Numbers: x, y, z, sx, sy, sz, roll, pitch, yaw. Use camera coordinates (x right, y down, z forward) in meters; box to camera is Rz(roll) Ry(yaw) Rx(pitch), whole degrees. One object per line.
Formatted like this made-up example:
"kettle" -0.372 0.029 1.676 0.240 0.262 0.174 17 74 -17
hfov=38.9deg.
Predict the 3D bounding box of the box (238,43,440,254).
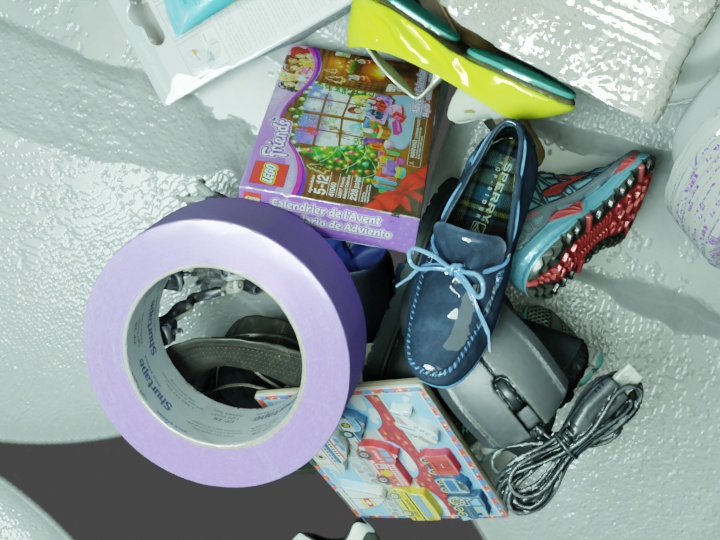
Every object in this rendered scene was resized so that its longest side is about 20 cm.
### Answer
"box" -0.010 -0.104 0.816 0.135 0.201 0.039 9 134 2

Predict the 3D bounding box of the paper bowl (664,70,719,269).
"paper bowl" 0.327 -0.101 0.798 0.200 0.201 0.105 -37 61 6

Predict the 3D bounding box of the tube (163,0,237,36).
"tube" -0.078 -0.266 0.826 0.198 0.050 0.078 -21 91 11

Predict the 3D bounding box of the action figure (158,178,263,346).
"action figure" -0.115 -0.018 0.864 0.101 0.199 0.120 21 129 36

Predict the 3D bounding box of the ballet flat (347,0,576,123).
"ballet flat" 0.072 -0.156 0.802 0.199 0.067 0.068 33 113 13

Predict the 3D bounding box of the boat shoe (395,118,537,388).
"boat shoe" 0.072 -0.019 0.735 0.083 0.069 0.202 11 75 15

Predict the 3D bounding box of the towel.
"towel" 0.162 -0.212 0.755 0.199 0.034 0.134 31 110 17

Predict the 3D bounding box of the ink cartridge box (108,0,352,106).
"ink cartridge box" -0.116 -0.257 0.875 0.198 0.047 0.161 -27 95 9

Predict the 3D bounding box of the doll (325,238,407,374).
"doll" 0.000 0.000 0.878 0.135 0.048 0.202 -23 110 -30

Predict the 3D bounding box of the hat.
"hat" -0.086 0.091 0.877 0.198 0.082 0.202 6 140 5

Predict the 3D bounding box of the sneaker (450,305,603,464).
"sneaker" 0.112 0.108 0.899 0.199 0.078 0.092 -38 77 3

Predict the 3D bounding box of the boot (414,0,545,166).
"boot" 0.114 -0.178 0.859 0.075 0.074 0.202 -29 91 0

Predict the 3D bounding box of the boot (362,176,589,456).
"boot" 0.111 0.038 0.840 0.166 0.076 0.202 19 78 19

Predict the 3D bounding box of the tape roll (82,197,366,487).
"tape roll" -0.097 0.053 0.743 0.197 0.066 0.203 4 108 12

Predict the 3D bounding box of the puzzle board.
"puzzle board" 0.021 0.157 0.842 0.149 0.018 0.201 -8 136 27

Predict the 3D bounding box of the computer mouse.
"computer mouse" 0.101 0.067 0.765 0.138 0.053 0.200 -45 67 6

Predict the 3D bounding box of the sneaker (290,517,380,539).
"sneaker" -0.067 0.282 0.927 0.198 0.074 0.081 -17 85 -1

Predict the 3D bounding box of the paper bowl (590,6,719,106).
"paper bowl" 0.240 -0.234 0.819 0.198 0.104 0.204 0 97 4

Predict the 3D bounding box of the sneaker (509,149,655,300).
"sneaker" 0.166 -0.060 0.830 0.095 0.199 0.080 35 136 26
